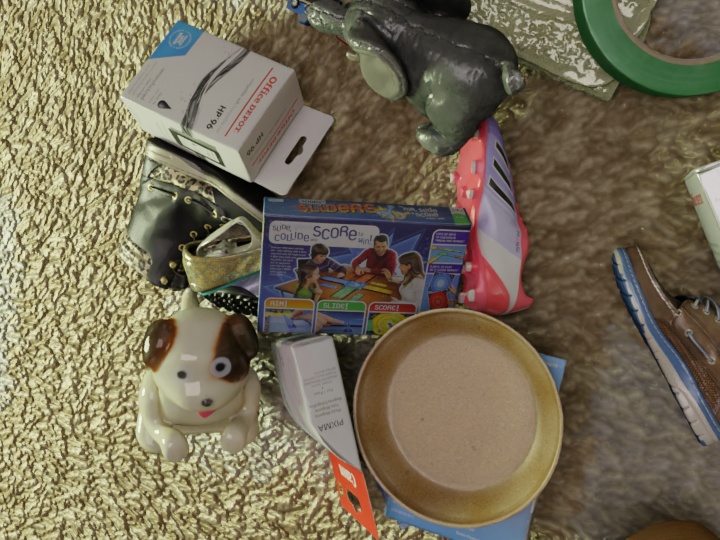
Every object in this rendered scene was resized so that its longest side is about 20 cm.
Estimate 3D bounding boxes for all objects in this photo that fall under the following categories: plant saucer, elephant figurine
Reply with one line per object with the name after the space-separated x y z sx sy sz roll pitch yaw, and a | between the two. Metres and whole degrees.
0.091 0.135 0.723 0.198 0.035 0.203 1 91 21 | plant saucer
0.041 -0.210 0.715 0.199 0.142 0.155 37 132 -8 | elephant figurine

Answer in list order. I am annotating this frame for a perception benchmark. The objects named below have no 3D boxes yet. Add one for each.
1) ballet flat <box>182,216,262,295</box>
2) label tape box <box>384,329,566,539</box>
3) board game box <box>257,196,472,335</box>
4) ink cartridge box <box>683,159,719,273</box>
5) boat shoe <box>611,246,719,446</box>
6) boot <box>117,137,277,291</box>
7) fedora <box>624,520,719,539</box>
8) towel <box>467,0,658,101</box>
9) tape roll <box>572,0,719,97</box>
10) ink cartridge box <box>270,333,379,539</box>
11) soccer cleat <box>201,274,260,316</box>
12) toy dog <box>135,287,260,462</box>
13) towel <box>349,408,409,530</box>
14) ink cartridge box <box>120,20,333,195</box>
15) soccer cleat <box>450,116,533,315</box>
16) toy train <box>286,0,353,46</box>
-0.097 -0.031 0.801 0.198 0.071 0.072 -17 87 14 | ballet flat
0.116 0.164 0.768 0.142 0.066 0.203 14 95 19 | label tape box
0.000 0.000 0.760 0.197 0.035 0.137 3 122 -9 | board game box
0.353 -0.003 0.652 0.085 0.147 0.202 -20 87 19 | ink cartridge box
0.303 0.059 0.721 0.072 0.072 0.202 -28 94 14 | boat shoe
-0.182 -0.045 0.884 0.199 0.073 0.152 29 108 7 | boot
0.262 0.323 0.722 0.198 0.082 0.203 -1 93 -16 | fedora
0.186 -0.268 0.755 0.198 0.036 0.150 26 101 17 | towel
0.293 -0.258 0.687 0.198 0.048 0.203 1 99 6 | tape roll
-0.043 0.167 0.801 0.056 0.162 0.203 -8 88 -15 | ink cartridge box
-0.089 0.006 0.864 0.198 0.068 0.074 -5 65 26 | soccer cleat
-0.162 0.103 0.812 0.138 0.200 0.196 7 72 -11 | toy dog
0.090 0.175 0.824 0.199 0.024 0.148 -31 82 19 | towel
-0.142 -0.178 0.839 0.198 0.068 0.117 26 73 16 | ink cartridge box
0.136 -0.056 0.781 0.075 0.067 0.203 1 86 -16 | soccer cleat
-0.002 -0.260 0.827 0.199 0.034 0.046 31 115 15 | toy train
